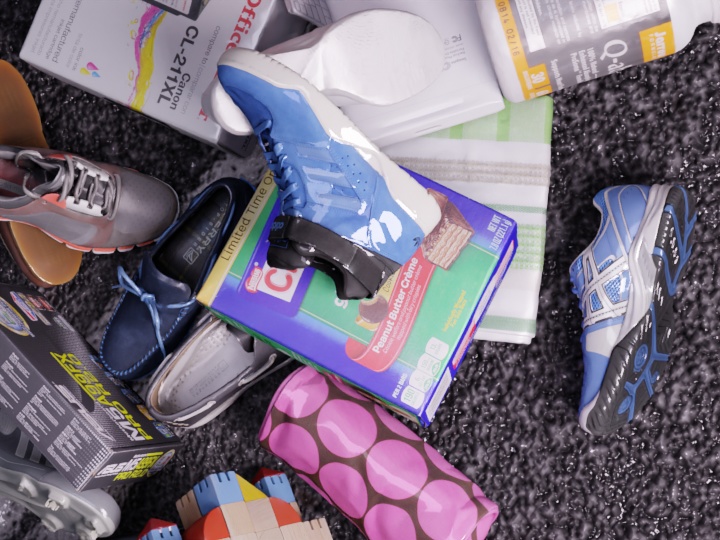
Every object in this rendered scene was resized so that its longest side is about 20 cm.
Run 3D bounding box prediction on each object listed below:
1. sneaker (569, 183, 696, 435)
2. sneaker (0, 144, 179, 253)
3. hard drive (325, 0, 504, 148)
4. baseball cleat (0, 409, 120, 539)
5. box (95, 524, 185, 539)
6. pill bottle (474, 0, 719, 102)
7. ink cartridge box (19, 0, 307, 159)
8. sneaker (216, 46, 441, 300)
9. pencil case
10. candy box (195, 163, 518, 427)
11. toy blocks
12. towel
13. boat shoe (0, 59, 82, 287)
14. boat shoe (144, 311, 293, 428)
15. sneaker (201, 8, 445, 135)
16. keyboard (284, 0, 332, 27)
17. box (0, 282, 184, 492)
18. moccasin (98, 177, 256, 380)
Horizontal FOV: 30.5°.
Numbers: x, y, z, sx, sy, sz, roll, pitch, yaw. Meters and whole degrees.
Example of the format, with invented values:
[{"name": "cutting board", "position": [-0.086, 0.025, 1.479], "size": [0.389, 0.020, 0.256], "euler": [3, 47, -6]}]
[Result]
[{"name": "sneaker", "position": [0.203, 0.029, 1.037], "size": [0.076, 0.075, 0.203], "euler": [15, 88, 35]}, {"name": "sneaker", "position": [-0.241, -0.062, 1.093], "size": [0.197, 0.082, 0.078], "euler": [7, 80, -22]}, {"name": "hard drive", "position": [0.033, -0.209, 1.096], "size": [0.130, 0.027, 0.203], "euler": [-16, 74, 11]}, {"name": "baseball cleat", "position": [-0.258, 0.154, 1.092], "size": [0.198, 0.070, 0.107], "euler": [13, 47, 31]}, {"name": "box", "position": [-0.224, 0.298, 1.083], "size": [0.197, 0.107, 0.151], "euler": [-11, 82, 11]}, {"name": "pill bottle", "position": [0.192, -0.214, 1.029], "size": [0.197, 0.116, 0.118], "euler": [-16, 82, 11]}, {"name": "ink cartridge box", "position": [-0.164, -0.203, 1.124], "size": [0.198, 0.083, 0.147], "euler": [23, 90, 14]}, {"name": "sneaker", "position": [-0.046, -0.062, 0.957], "size": [0.199, 0.077, 0.112], "euler": [41, 79, -12]}, {"name": "pencil case", "position": [0.008, 0.166, 1.056], "size": [0.199, 0.091, 0.094], "euler": [40, 129, 15]}, {"name": "candy box", "position": [0.000, 0.000, 1.034], "size": [0.198, 0.077, 0.171], "euler": [25, 79, 14]}, {"name": "toy blocks", "position": [-0.093, 0.220, 1.026], "size": [0.100, 0.198, 0.138], "euler": [-39, 65, 38]}, {"name": "towel", "position": [0.080, -0.046, 1.088], "size": [0.147, 0.031, 0.203], "euler": [5, 84, 11]}, {"name": "boat shoe", "position": [-0.301, -0.080, 1.157], "size": [0.070, 0.070, 0.203], "euler": [-18, 88, 47]}, {"name": "boat shoe", "position": [-0.099, 0.055, 1.098], "size": [0.199, 0.060, 0.074], "euler": [-39, 77, 7]}, {"name": "sneaker", "position": [-0.033, -0.159, 1.045], "size": [0.197, 0.088, 0.076], "euler": [-15, 102, -17]}, {"name": "keyboard", "position": [-0.065, -0.285, 1.099], "size": [0.011, 0.056, 0.202], "euler": [-34, 61, 32]}, {"name": "box", "position": [-0.249, 0.090, 1.078], "size": [0.200, 0.160, 0.044], "euler": [44, 94, 13]}, {"name": "moccasin", "position": [-0.164, 0.001, 1.114], "size": [0.080, 0.068, 0.201], "euler": [32, 93, 13]}]
